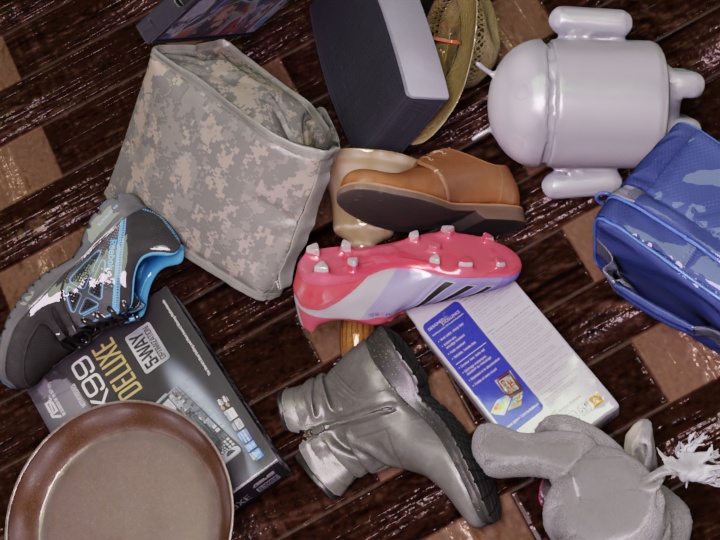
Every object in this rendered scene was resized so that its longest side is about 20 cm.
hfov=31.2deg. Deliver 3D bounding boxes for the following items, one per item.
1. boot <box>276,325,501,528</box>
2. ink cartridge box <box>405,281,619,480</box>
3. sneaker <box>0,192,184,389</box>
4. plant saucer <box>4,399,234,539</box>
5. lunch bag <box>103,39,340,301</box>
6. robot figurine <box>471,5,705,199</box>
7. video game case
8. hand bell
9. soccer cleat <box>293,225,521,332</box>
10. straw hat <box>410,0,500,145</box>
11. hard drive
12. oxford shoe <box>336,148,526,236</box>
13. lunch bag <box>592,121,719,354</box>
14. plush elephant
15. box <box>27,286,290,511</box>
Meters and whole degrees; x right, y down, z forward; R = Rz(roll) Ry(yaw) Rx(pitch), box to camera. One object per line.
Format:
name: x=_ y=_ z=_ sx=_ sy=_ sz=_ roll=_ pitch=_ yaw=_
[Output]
boot: x=0.022 y=0.158 z=1.103 sx=0.130 sy=0.068 sz=0.200 roll=-38 pitch=71 yaw=11
ink cartridge box: x=0.126 y=0.074 z=1.122 sx=0.095 sy=0.037 sz=0.200 roll=-36 pitch=68 yaw=-5
sneaker: x=-0.237 y=0.028 z=1.125 sx=0.082 sy=0.073 sz=0.200 roll=35 pitch=85 yaw=16
plant saucer: x=-0.196 y=0.208 z=1.065 sx=0.199 sy=0.032 sz=0.201 roll=-4 pitch=69 yaw=11
lunch bag: x=-0.111 y=-0.090 z=1.162 sx=0.200 sy=0.117 sz=0.164 roll=38 pitch=121 yaw=23
robot figurine: x=0.200 y=-0.147 z=1.146 sx=0.199 sy=0.113 sz=0.171 roll=2 pitch=99 yaw=0
video game case: x=-0.088 y=-0.272 z=1.169 sx=0.180 sy=0.200 sz=0.026 roll=-36 pitch=87 yaw=25
hand bell: x=0.000 y=0.000 z=1.165 sx=0.104 sy=0.104 sz=0.201 roll=2 pitch=81 yaw=12
soccer cleat: x=0.040 y=0.011 z=1.115 sx=0.199 sy=0.077 sz=0.067 roll=-4 pitch=37 yaw=-14
straw hat: x=0.085 y=-0.218 z=1.217 sx=0.085 sy=0.201 sz=0.202 roll=0 pitch=61 yaw=-31
hard drive: x=0.011 y=-0.208 z=1.213 sx=0.042 sy=0.135 sz=0.201 roll=0 pitch=60 yaw=-33
oxford shoe: x=0.058 y=-0.074 z=1.126 sx=0.071 sy=0.199 sz=0.072 roll=-21 pitch=71 yaw=48
lunch bag: x=0.283 y=-0.015 z=1.072 sx=0.200 sy=0.136 sz=0.132 roll=36 pitch=78 yaw=22
plush elephant: x=0.195 y=0.196 z=1.005 sx=0.199 sy=0.155 sz=0.165 roll=-19 pitch=56 yaw=12
box: x=-0.181 y=0.140 z=1.141 sx=0.157 sy=0.050 sz=0.200 roll=-34 pitch=66 yaw=-3
